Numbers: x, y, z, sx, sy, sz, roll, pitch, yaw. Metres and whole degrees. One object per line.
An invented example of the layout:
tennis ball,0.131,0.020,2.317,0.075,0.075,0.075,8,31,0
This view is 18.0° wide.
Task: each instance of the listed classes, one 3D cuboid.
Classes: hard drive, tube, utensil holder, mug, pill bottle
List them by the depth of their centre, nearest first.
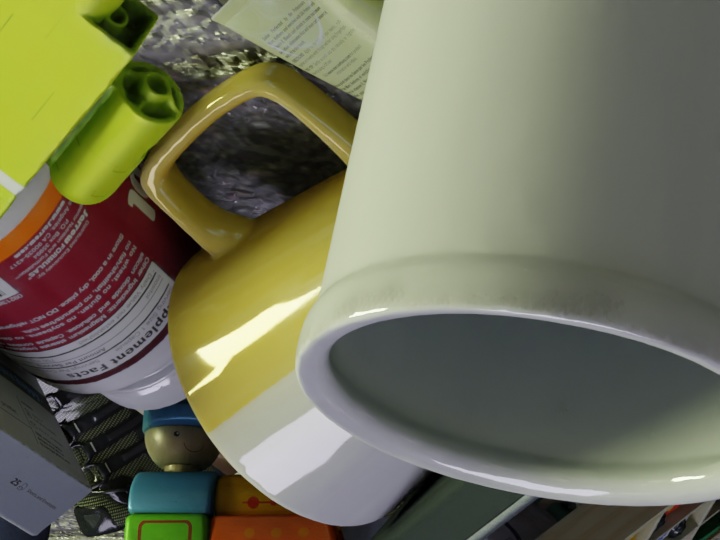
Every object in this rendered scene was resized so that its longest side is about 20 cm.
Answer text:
utensil holder,0.079,-0.041,0.793,0.169,0.201,0.170,10,157,4
tube,0.042,-0.076,0.929,0.199,0.052,0.058,23,115,-16
mug,0.005,0.008,1.002,0.186,0.150,0.153,23,135,-36
hard drive,0.079,0.068,1.015,0.033,0.140,0.200,44,147,2
pill bottle,-0.140,-0.013,1.053,0.113,0.113,0.200,-3,153,26

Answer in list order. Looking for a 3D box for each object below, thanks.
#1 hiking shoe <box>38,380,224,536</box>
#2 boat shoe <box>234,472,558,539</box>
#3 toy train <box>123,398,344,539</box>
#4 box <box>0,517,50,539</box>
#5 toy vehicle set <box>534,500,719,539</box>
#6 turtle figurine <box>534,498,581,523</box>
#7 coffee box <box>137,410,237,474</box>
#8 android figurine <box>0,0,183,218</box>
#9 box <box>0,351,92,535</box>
hiking shoe,-0.153,0.099,1.319,0.200,0.101,0.076,23,152,-27
boat shoe,0.015,0.136,1.178,0.200,0.074,0.065,11,-159,39
toy train,-0.020,0.120,1.117,0.199,0.116,0.085,-2,161,10
box,-0.290,0.148,1.361,0.199,0.199,0.123,16,156,-15
toy vehicle set,0.145,0.128,1.143,0.027,0.200,0.124,44,144,20
turtle figurine,0.126,0.099,1.219,0.101,0.149,0.200,45,148,29
coffee box,-0.029,0.066,1.223,0.114,0.080,0.200,-4,152,28
android figurine,-0.161,-0.092,0.887,0.182,0.041,0.200,36,130,-10
box,-0.214,0.015,1.062,0.041,0.200,0.156,-38,142,5
